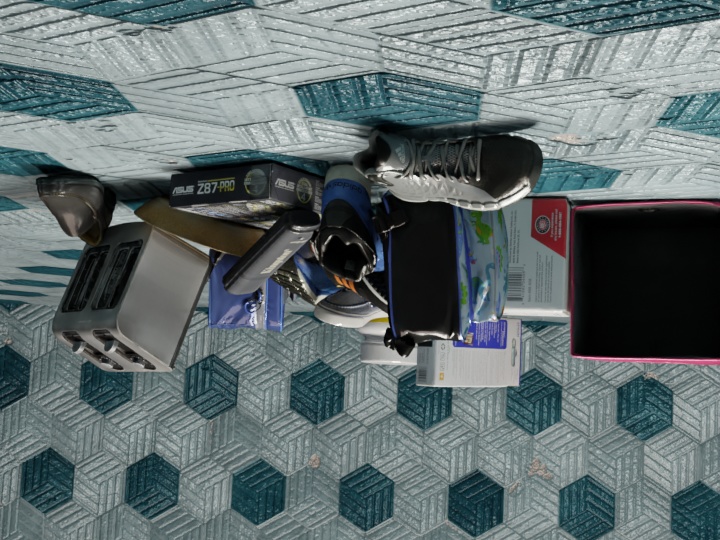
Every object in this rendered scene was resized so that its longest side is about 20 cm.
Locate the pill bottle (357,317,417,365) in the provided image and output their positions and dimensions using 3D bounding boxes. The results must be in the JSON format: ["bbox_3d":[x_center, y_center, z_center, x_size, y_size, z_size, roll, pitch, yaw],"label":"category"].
[{"bbox_3d":[0.051,0.051,1.897,0.113,0.202,0.114,3,174,0],"label":"pill bottle"}]

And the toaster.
[{"bbox_3d":[-0.305,0.032,1.584,0.180,0.201,0.118,-4,150,46],"label":"toaster"}]

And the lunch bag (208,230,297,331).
[{"bbox_3d":[-0.159,0.009,1.754,0.131,0.137,0.200,1,-162,-4],"label":"lunch bag"}]

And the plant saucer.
[{"bbox_3d":[-0.202,-0.062,1.557,0.199,0.036,0.200,20,-174,-2],"label":"plant saucer"}]

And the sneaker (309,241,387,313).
[{"bbox_3d":[0.000,0.000,1.543,0.070,0.200,0.090,-21,146,-33],"label":"sneaker"}]

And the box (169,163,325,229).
[{"bbox_3d":[-0.113,-0.088,1.451,0.160,0.050,0.199,0,173,35],"label":"box"}]

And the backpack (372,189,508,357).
[{"bbox_3d":[0.097,-0.019,1.339,0.146,0.185,0.200,-4,-167,6],"label":"backpack"}]

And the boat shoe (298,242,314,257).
[{"bbox_3d":[-0.045,-0.043,1.755,0.065,0.074,0.199,13,157,-42],"label":"boat shoe"}]

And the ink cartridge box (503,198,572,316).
[{"bbox_3d":[0.173,-0.016,1.522,0.198,0.146,0.084,1,174,17],"label":"ink cartridge box"}]

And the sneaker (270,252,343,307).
[{"bbox_3d":[-0.064,0.000,1.665,0.078,0.090,0.200,26,175,25],"label":"sneaker"}]

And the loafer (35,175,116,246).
[{"bbox_3d":[-0.366,-0.079,1.514,0.072,0.073,0.200,1,173,10],"label":"loafer"}]

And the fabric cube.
[{"bbox_3d":[0.387,0.022,1.543,0.194,0.202,0.199,0,175,19],"label":"fabric cube"}]

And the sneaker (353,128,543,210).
[{"bbox_3d":[0.072,-0.103,1.147,0.199,0.076,0.115,-2,169,43],"label":"sneaker"}]

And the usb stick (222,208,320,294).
[{"bbox_3d":[-0.112,-0.021,1.445,0.055,0.033,0.200,2,154,-31],"label":"usb stick"}]

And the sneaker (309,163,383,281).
[{"bbox_3d":[-0.008,-0.025,1.385,0.076,0.112,0.200,4,151,12],"label":"sneaker"}]

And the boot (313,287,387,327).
[{"bbox_3d":[0.005,0.021,1.652,0.072,0.091,0.200,22,-164,25],"label":"boot"}]

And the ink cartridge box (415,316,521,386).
[{"bbox_3d":[0.148,0.107,1.553,0.037,0.096,0.199,-1,175,43],"label":"ink cartridge box"}]
